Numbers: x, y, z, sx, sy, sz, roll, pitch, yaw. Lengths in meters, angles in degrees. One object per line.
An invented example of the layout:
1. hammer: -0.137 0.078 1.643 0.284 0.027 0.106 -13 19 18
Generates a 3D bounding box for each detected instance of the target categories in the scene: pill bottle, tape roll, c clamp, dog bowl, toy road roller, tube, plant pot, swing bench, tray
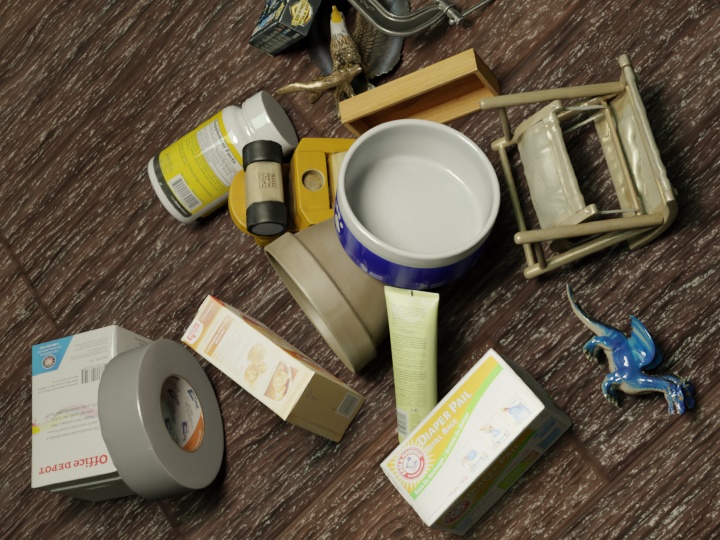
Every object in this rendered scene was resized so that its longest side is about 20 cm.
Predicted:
1. pill bottle: -0.194 -0.162 1.848 0.199 0.114 0.115 -31 62 15
2. tape roll: -0.260 0.197 1.709 0.065 0.200 0.203 -19 66 22
3. c clamp: 0.062 -0.388 1.790 0.170 0.027 0.200 -37 66 -24
4. dog bowl: 0.067 -0.081 1.585 0.197 0.079 0.202 4 59 -6
5. toy road roller: -0.083 -0.099 1.785 0.197 0.146 0.125 -2 71 -12
6. tube: 0.069 0.119 1.602 0.057 0.052 0.203 -7 108 -8
7. plant pot: 0.000 0.000 1.667 0.173 0.201 0.200 -38 60 -7
8. swing bench: 0.268 -0.125 1.588 0.197 0.130 0.201 -15 66 8
9. tray: 0.081 -0.226 1.735 0.198 0.098 0.038 -18 65 21

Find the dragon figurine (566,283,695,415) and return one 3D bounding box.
1. dragon figurine: 0.320 0.093 1.532 0.099 0.059 0.202 -29 64 16

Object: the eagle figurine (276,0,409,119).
1. eagle figurine: -0.018 -0.316 1.818 0.150 0.152 0.201 20 42 -6

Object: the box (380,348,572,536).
1. box: 0.139 0.209 1.558 0.200 0.112 0.101 -47 59 8

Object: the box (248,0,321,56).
1. box: -0.089 -0.397 1.837 0.161 0.046 0.200 -67 16 -7

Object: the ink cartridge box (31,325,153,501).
1. ink cartridge box: -0.355 0.203 1.796 0.145 0.146 0.203 -13 68 22

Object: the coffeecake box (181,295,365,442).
1. coffeecake box: -0.113 0.129 1.690 0.199 0.153 0.074 33 89 31
